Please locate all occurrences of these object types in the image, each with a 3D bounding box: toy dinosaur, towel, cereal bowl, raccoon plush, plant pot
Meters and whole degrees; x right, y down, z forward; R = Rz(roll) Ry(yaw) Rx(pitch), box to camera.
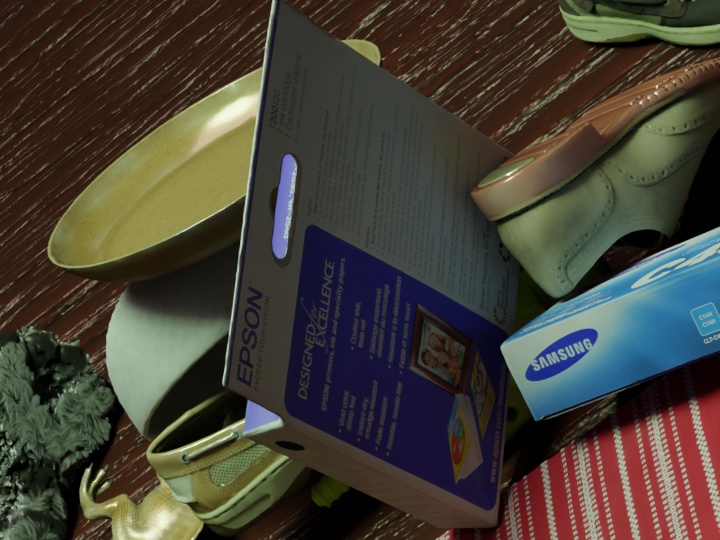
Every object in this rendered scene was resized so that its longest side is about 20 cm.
[{"bbox_3d":[-0.122,0.149,1.527,0.200,0.058,0.101,-51,29,-5],"label":"toy dinosaur"},{"bbox_3d":[0.108,0.130,1.260,0.200,0.022,0.145,-37,29,21],"label":"towel"},{"bbox_3d":[-0.060,0.001,1.486,0.200,0.083,0.200,-37,-11,-9],"label":"cereal bowl"},{"bbox_3d":[-0.237,0.121,1.701,0.134,0.097,0.200,-29,32,47],"label":"raccoon plush"},{"bbox_3d":[-0.070,-0.052,1.411,0.200,0.028,0.200,-29,20,12],"label":"plant pot"}]

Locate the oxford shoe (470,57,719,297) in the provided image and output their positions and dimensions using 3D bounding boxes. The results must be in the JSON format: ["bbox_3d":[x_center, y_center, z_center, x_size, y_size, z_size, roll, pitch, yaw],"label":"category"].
[{"bbox_3d":[0.138,-0.050,1.376,0.200,0.074,0.071,-31,5,-35],"label":"oxford shoe"}]

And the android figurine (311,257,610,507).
[{"bbox_3d":[0.041,0.043,1.446,0.200,0.041,0.182,-44,28,6],"label":"android figurine"}]

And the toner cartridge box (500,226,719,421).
[{"bbox_3d":[0.169,0.007,1.264,0.200,0.043,0.095,-24,4,38],"label":"toner cartridge box"}]

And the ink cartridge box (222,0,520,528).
[{"bbox_3d":[0.000,0.000,1.291,0.043,0.200,0.198,-13,60,38],"label":"ink cartridge box"}]

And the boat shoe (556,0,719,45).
[{"bbox_3d":[0.169,-0.168,1.507,0.201,0.066,0.072,0,53,55],"label":"boat shoe"}]

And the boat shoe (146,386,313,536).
[{"bbox_3d":[-0.024,0.050,1.403,0.200,0.076,0.072,-43,27,4],"label":"boat shoe"}]
